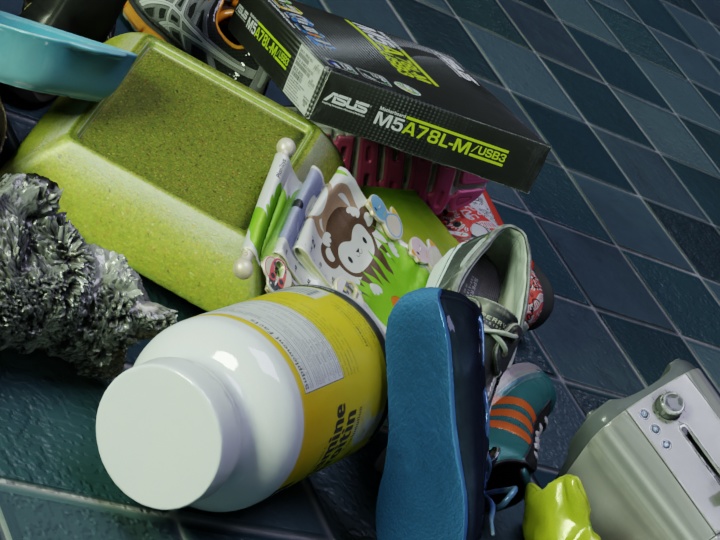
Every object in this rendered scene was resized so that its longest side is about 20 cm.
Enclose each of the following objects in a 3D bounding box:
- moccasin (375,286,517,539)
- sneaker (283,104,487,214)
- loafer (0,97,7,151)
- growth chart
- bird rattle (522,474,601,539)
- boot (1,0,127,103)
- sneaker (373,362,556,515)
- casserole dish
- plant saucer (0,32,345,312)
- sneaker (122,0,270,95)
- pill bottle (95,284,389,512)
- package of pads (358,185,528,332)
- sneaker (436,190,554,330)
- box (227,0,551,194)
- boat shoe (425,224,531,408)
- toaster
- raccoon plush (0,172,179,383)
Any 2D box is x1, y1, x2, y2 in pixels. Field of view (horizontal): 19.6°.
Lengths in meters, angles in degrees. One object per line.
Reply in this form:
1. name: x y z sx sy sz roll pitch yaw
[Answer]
1. moccasin: 0.058 0.112 1.246 0.080 0.201 0.068 6 3 39
2. sneaker: 0.002 -0.096 1.626 0.199 0.074 0.088 4 27 -11
3. loafer: -0.247 -0.081 1.276 0.073 0.071 0.200 31 22 -16
4. growth chart: 0.000 0.000 1.381 0.200 0.018 0.145 38 44 -28
5. bird rattle: 0.153 0.224 1.287 0.200 0.113 0.163 48 8 15
6. boot: -0.190 -0.211 1.499 0.073 0.151 0.200 37 23 -2
7. sneaker: 0.089 0.124 1.410 0.080 0.071 0.200 46 32 15
8. casserole dish: -0.238 -0.148 1.353 0.199 0.039 0.121 21 8 32
9. plant saucer: -0.115 -0.076 1.393 0.199 0.048 0.200 29 40 -1
10. sneaker: -0.125 -0.195 1.664 0.078 0.077 0.200 7 37 -48
11. pill bottle: -0.067 0.076 1.208 0.112 0.112 0.200 44 24 13
12. package of pads: 0.012 0.006 1.505 0.155 0.068 0.200 50 26 24
13. sneaker: 0.065 -0.032 1.655 0.202 0.067 0.108 51 23 20
14. box: 0.018 -0.137 1.541 0.192 0.048 0.200 15 19 -26
15. boat shoe: 0.068 0.041 1.354 0.072 0.071 0.201 30 42 -16
16. toaster: 0.196 0.164 1.383 0.113 0.200 0.129 -26 66 -30
17. raccoon plush: -0.195 0.042 1.166 0.134 0.097 0.200 46 50 -15
